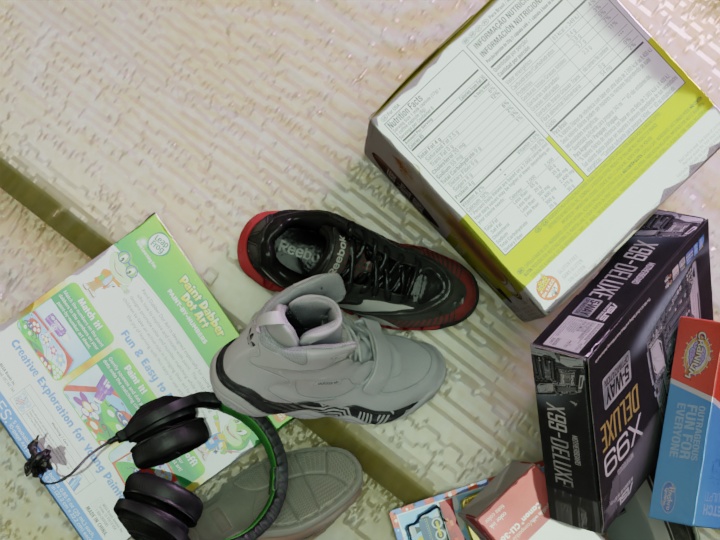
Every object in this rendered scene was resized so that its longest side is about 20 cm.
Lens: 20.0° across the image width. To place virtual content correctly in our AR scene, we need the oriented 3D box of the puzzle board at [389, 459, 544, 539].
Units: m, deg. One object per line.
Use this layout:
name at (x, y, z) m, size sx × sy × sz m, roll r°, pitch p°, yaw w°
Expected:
puzzle board at (0.123, 0.266, 1.642) m, size 0.149 × 0.017 × 0.202 m, roll -18°, pitch 88°, yaw -3°

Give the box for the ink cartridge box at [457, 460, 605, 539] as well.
ink cartridge box at (0.170, 0.243, 1.580) m, size 0.067 × 0.116 × 0.200 m, roll -42°, pitch 89°, yaw -6°

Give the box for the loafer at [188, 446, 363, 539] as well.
loafer at (-0.088, 0.205, 1.622) m, size 0.199 × 0.063 × 0.072 m, roll -26°, pitch 55°, yaw -6°

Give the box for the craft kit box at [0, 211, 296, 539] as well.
craft kit box at (-0.185, 0.092, 1.625) m, size 0.197 × 0.049 × 0.201 m, roll -35°, pitch 89°, yaw -1°

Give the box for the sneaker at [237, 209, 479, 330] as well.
sneaker at (0.000, 0.000, 1.611) m, size 0.199 × 0.098 × 0.071 m, roll 16°, pitch 84°, yaw -3°

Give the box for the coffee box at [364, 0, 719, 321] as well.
coffee box at (0.137, -0.101, 1.570) m, size 0.200 × 0.200 × 0.198 m, roll -44°, pitch 89°, yaw -3°

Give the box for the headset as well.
headset at (-0.157, 0.156, 1.575) m, size 0.198 × 0.094 × 0.125 m, roll 7°, pitch 74°, yaw -15°

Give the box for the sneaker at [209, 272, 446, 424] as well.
sneaker at (-0.009, 0.062, 1.571) m, size 0.198 × 0.115 × 0.076 m, roll 1°, pitch 59°, yaw -25°

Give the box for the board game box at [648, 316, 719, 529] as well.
board game box at (0.299, 0.126, 1.578) m, size 0.040 × 0.199 × 0.155 m, roll 7°, pitch 86°, yaw 39°

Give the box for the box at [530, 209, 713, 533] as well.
box at (0.200, 0.073, 1.521) m, size 0.049 × 0.200 × 0.159 m, roll 13°, pitch 127°, yaw 32°

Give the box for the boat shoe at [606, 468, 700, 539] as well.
boat shoe at (0.217, 0.151, 1.633) m, size 0.063 × 0.071 × 0.202 m, roll -10°, pitch 78°, yaw -35°
